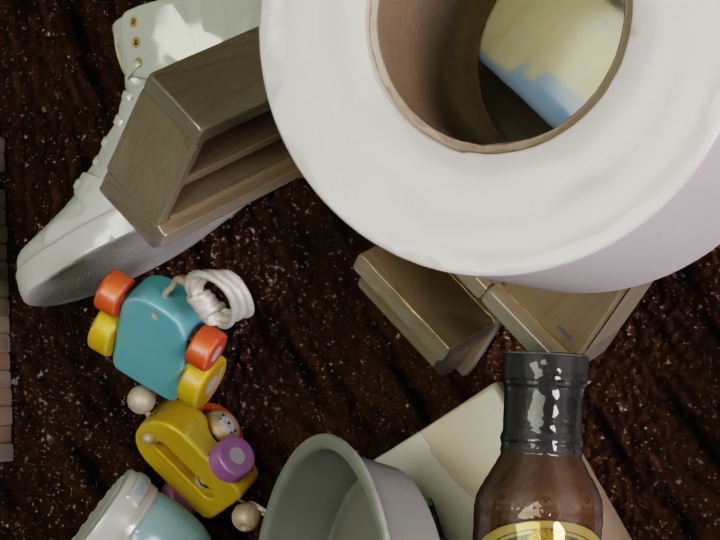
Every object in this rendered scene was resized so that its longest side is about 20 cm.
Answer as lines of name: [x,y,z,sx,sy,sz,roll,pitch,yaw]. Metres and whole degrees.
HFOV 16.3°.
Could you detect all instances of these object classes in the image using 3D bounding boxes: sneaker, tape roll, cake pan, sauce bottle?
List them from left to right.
sneaker: [-0.146,0.203,1.333,0.082,0.074,0.200,35,112,-4]
sneaker: [-0.115,-0.073,1.340,0.199,0.074,0.116,-33,74,6]
cake pan: [-0.006,0.178,1.178,0.036,0.200,0.202,3,88,-21]
sauce bottle: [0.080,0.138,1.157,0.064,0.065,0.202,0,87,20]
tape roll: [0.075,-0.094,1.023,0.201,0.139,0.204,-1,86,19]

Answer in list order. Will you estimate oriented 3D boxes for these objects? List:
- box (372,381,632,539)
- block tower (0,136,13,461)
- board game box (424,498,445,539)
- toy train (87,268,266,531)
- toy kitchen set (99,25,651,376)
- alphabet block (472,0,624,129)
box: [0.096,0.160,1.232,0.077,0.095,0.201,-33,78,15]
block tower: [-0.228,0.015,1.381,0.057,0.054,0.202,-2,87,21]
board game box: [0.009,0.216,1.218,0.105,0.023,0.201,-111,31,-43]
toy train: [-0.055,0.070,1.291,0.149,0.056,0.201,-4,122,38]
toy kitchen set: [0.000,0.000,1.200,0.200,0.180,0.164,46,136,17]
alphabet block: [0.158,-0.150,1.172,0.195,0.196,0.200,43,101,15]
